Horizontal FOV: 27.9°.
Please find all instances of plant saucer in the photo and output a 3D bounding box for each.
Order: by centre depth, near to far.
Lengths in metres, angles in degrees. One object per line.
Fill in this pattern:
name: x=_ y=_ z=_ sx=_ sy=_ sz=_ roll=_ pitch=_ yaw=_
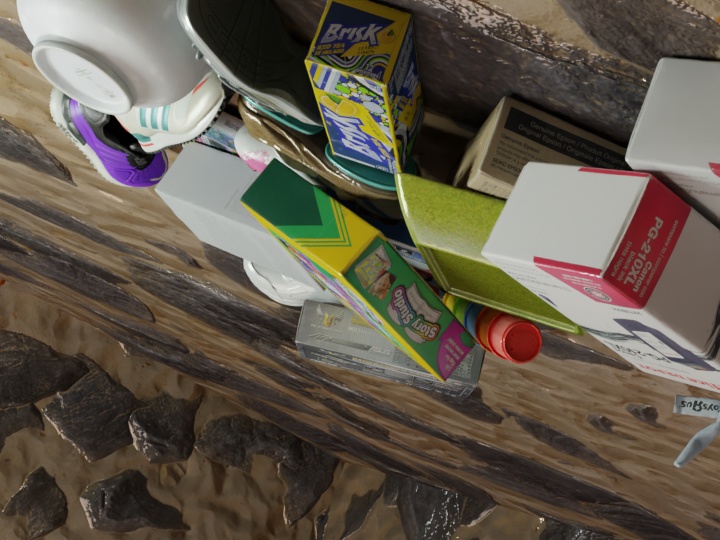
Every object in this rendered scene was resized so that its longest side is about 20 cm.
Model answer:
plant saucer: x=0.129 y=-0.004 z=1.251 sx=0.198 sy=0.048 sz=0.200 roll=18 pitch=167 yaw=19

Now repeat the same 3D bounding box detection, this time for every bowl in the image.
bowl: x=-0.218 y=-0.198 z=1.237 sx=0.199 sy=0.091 sz=0.202 roll=24 pitch=160 yaw=9

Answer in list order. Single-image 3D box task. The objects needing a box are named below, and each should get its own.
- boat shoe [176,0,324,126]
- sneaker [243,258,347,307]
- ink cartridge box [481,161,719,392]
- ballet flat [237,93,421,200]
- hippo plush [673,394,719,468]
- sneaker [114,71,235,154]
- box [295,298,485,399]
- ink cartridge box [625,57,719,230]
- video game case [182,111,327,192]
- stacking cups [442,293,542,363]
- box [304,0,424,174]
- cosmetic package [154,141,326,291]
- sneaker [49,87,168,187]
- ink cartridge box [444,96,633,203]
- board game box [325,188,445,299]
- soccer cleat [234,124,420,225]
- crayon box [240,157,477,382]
boat shoe: x=-0.091 y=-0.178 z=1.200 sx=0.064 sy=0.075 sz=0.201 roll=6 pitch=167 yaw=36
sneaker: x=-0.030 y=-0.002 z=1.569 sx=0.197 sy=0.079 sz=0.100 roll=13 pitch=160 yaw=1
ink cartridge box: x=0.212 y=0.009 z=1.063 sx=0.199 sy=0.085 sz=0.144 roll=33 pitch=170 yaw=-30
ballet flat: x=-0.030 y=-0.106 z=1.317 sx=0.198 sy=0.068 sz=0.073 roll=29 pitch=146 yaw=18
hippo plush: x=0.405 y=0.086 z=1.368 sx=0.197 sy=0.160 sz=0.162 roll=5 pitch=133 yaw=7
sneaker: x=-0.189 y=-0.173 z=1.378 sx=0.093 sy=0.071 sz=0.199 roll=42 pitch=154 yaw=-21
box: x=0.030 y=0.086 z=1.563 sx=0.197 sy=0.049 sz=0.158 roll=13 pitch=170 yaw=3
ink cartridge box: x=0.295 y=-0.060 z=1.011 sx=0.146 sy=0.087 sz=0.200 roll=11 pitch=161 yaw=40
video game case: x=-0.117 y=-0.116 z=1.548 sx=0.180 sy=0.024 sz=0.200 roll=27 pitch=168 yaw=11
stacking cups: x=0.134 y=0.051 z=1.400 sx=0.060 sy=0.061 sz=0.200 roll=25 pitch=-178 yaw=-15
box: x=0.007 y=-0.147 z=1.176 sx=0.069 sy=0.065 sz=0.200 roll=19 pitch=166 yaw=10
cosmetic package: x=-0.109 y=-0.058 z=1.506 sx=0.199 sy=0.072 sz=0.102 roll=21 pitch=160 yaw=39
sneaker: x=-0.254 y=-0.142 z=1.604 sx=0.098 sy=0.070 sz=0.200 roll=12 pitch=164 yaw=29
ink cartridge box: x=0.162 y=-0.060 z=1.245 sx=0.163 sy=0.076 sz=0.200 roll=22 pitch=166 yaw=-5
board game box: x=0.065 y=-0.023 z=1.584 sx=0.198 sy=0.057 sz=0.196 roll=19 pitch=167 yaw=12
soccer cleat: x=-0.028 y=-0.115 z=1.387 sx=0.198 sy=0.070 sz=0.087 roll=22 pitch=145 yaw=12
crayon box: x=0.000 y=0.000 z=1.359 sx=0.172 sy=0.058 sz=0.200 roll=35 pitch=172 yaw=44
